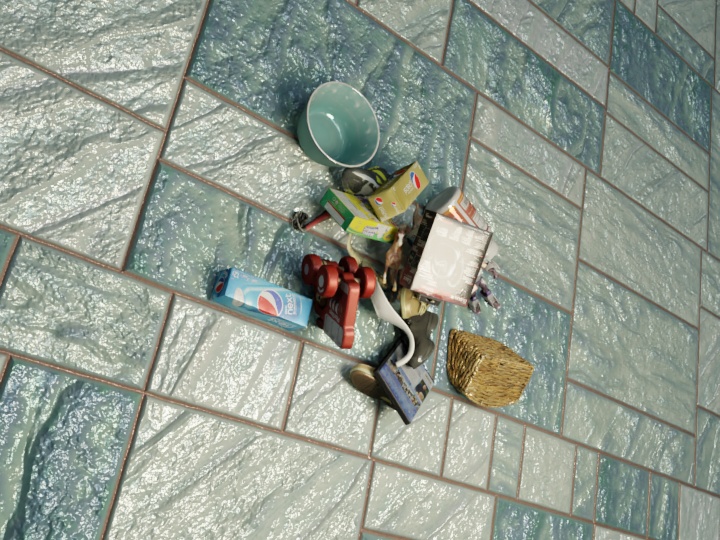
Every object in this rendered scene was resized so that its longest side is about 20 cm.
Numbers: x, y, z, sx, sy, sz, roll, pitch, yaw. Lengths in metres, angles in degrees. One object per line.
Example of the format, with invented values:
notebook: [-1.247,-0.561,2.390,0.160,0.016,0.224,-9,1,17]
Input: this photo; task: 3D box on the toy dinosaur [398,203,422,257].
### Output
toy dinosaur: [0.162,-0.074,1.819,0.135,0.086,0.200,-26,107,-39]

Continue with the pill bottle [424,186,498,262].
pill bottle: [0.263,-0.109,1.901,0.200,0.112,0.112,48,56,-20]

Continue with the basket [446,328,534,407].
basket: [0.311,0.256,1.892,0.200,0.149,0.143,16,104,-35]

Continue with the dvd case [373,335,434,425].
dvd case: [0.102,0.246,1.701,0.143,0.018,0.200,58,28,-5]

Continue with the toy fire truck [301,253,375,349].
toy fire truck: [-0.058,0.059,1.574,0.112,0.200,0.168,3,105,-27]

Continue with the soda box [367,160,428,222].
soda box: [0.090,-0.185,1.710,0.064,0.068,0.200,59,31,-13]

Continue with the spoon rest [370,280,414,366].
spoon rest: [0.074,0.115,1.676,0.061,0.099,0.200,-20,79,1]

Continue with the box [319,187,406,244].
box: [0.011,-0.121,1.693,0.200,0.048,0.117,10,32,-48]

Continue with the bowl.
bowl: [-0.066,-0.319,1.694,0.201,0.105,0.201,9,75,-37]

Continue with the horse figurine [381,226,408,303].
horse figurine: [0.086,-0.004,1.730,0.200,0.050,0.133,62,36,-64]

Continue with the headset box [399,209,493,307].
headset box: [0.188,-0.018,1.659,0.149,0.077,0.200,17,97,-18]

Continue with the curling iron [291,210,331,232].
curling iron: [-0.080,-0.138,1.694,0.200,0.026,0.050,-29,100,-39]

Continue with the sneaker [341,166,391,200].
sneaker: [0.021,-0.211,1.762,0.200,0.074,0.085,23,51,-49]

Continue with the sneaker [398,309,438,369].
sneaker: [0.126,0.152,1.747,0.091,0.076,0.200,36,30,-14]

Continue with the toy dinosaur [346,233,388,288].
toy dinosaur: [0.000,0.000,1.697,0.200,0.047,0.088,53,50,-46]

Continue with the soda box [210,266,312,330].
soda box: [-0.203,0.061,1.529,0.200,0.068,0.064,24,66,-32]

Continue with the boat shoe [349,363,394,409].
boat shoe: [0.051,0.253,1.694,0.200,0.072,0.076,39,46,-36]

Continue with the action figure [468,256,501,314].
action figure: [0.291,0.032,1.851,0.069,0.130,0.200,63,3,41]

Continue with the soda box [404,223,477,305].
soda box: [0.189,-0.018,1.733,0.068,0.064,0.200,-38,108,-6]

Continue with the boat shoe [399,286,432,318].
boat shoe: [0.143,0.062,1.738,0.201,0.063,0.073,-27,113,-66]
